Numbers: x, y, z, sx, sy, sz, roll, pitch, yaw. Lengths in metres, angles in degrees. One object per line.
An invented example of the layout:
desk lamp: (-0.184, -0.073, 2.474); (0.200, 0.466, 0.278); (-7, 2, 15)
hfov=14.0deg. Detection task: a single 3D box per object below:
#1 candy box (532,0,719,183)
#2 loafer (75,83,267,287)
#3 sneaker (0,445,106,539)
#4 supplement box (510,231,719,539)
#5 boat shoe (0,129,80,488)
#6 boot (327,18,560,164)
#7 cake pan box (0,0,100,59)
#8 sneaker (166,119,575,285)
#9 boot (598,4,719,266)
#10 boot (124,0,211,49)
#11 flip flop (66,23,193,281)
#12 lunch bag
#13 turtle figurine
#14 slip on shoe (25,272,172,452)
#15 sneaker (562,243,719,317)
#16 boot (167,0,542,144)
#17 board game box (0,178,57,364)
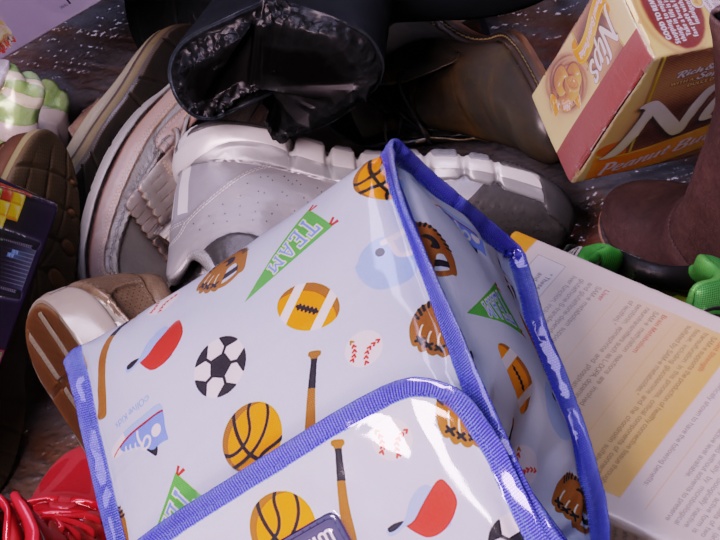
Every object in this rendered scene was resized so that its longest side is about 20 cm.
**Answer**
candy box: (0.194, -0.109, 1.402); (0.200, 0.115, 0.055); (-12, 66, -23)
loafer: (-0.076, -0.063, 1.497); (0.063, 0.072, 0.200); (2, 51, 39)
sneaker: (-0.130, 0.114, 1.254); (0.078, 0.116, 0.200); (-11, 34, 7)
supplement box: (0.117, 0.080, 1.204); (0.200, 0.074, 0.126); (24, 48, 23)
boat shoe: (-0.191, 0.018, 1.418); (0.068, 0.072, 0.200); (-2, 58, 28)
boot: (0.043, -0.080, 1.511); (0.097, 0.075, 0.200); (-27, 25, -8)
cake pan box: (-0.117, -0.205, 1.595); (0.200, 0.052, 0.184); (-26, 21, 38)
sneaker: (0.000, 0.000, 1.427); (0.200, 0.075, 0.116); (8, 66, 5)
boot: (0.176, -0.052, 1.327); (0.072, 0.166, 0.200); (-36, 39, -28)
boot: (-0.029, -0.170, 1.649); (0.162, 0.073, 0.198); (-10, -3, -26)
flip flop: (-0.127, -0.059, 1.549); (0.058, 0.081, 0.200); (-5, 38, 40)
lunch bag: (-0.006, 0.080, 1.089); (0.170, 0.124, 0.200); (-32, 51, 20)
turtle figurine: (-0.229, -0.080, 1.523); (0.144, 0.200, 0.194); (-42, 5, 15)
slip on shoe: (-0.071, 0.089, 1.245); (0.061, 0.076, 0.200); (-20, 67, -32)
sneaker: (0.087, 0.021, 1.331); (0.200, 0.085, 0.078); (-2, 36, 20)
boot: (0.013, -0.127, 1.435); (0.200, 0.076, 0.168); (-4, 28, 8)
board game box: (-0.239, 0.034, 1.361); (0.165, 0.057, 0.200); (25, 95, 44)
